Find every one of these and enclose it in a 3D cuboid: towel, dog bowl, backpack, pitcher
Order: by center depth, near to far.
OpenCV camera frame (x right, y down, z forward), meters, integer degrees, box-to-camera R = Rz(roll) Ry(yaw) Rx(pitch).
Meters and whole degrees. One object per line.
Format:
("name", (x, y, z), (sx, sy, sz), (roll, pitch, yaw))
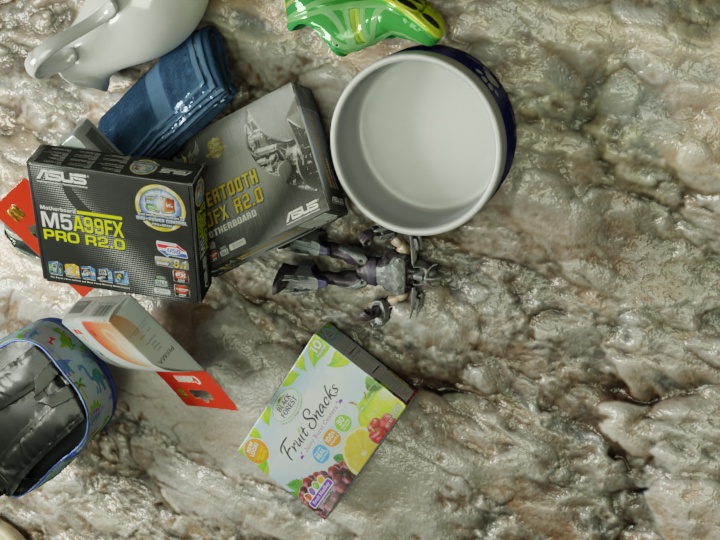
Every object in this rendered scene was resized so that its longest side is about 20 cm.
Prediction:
("dog bowl", (0.071, -0.145, 1.620), (0.197, 0.079, 0.203), (6, 109, 19))
("pitcher", (-0.276, -0.283, 1.652), (0.199, 0.171, 0.122), (-34, 89, 27))
("towel", (-0.231, -0.192, 1.711), (0.199, 0.048, 0.113), (-38, 54, 27))
("backpack", (-0.406, 0.160, 1.859), (0.199, 0.147, 0.184), (-36, 92, 30))

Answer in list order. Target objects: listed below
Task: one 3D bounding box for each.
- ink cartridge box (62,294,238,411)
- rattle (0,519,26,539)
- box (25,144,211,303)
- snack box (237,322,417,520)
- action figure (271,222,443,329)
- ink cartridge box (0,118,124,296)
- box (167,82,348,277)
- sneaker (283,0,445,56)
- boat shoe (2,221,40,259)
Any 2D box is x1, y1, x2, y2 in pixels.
("ink cartridge box", (-0.256, 0.113, 1.769), (0.201, 0.050, 0.161), (51, 155, -20))
("rattle", (-0.497, 0.442, 1.996), (0.129, 0.143, 0.201), (-33, 88, 8))
("box", (-0.270, -0.052, 1.655), (0.197, 0.044, 0.162), (8, 126, 11))
("snack box", (-0.042, 0.184, 1.785), (0.142, 0.053, 0.201), (37, 116, 7))
("action figure", (0.000, 0.000, 1.702), (0.197, 0.069, 0.132), (6, 104, 15))
("ink cartridge box", (-0.330, -0.060, 1.721), (0.199, 0.047, 0.160), (-36, 108, 30))
("box", (-0.125, -0.102, 1.694), (0.198, 0.048, 0.161), (-23, 76, 26))
("sneaker", (0.005, -0.274, 1.609), (0.198, 0.074, 0.085), (18, 111, 24))
("boat shoe", (-0.344, -0.038, 1.822), (0.197, 0.076, 0.061), (16, 151, 5))
